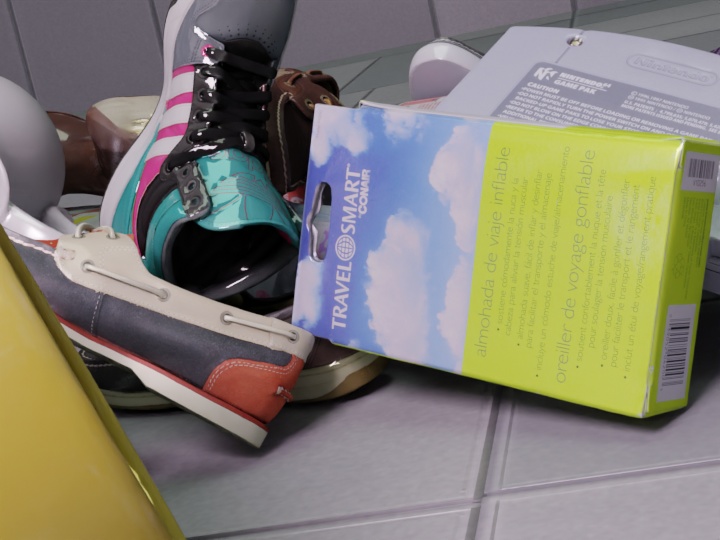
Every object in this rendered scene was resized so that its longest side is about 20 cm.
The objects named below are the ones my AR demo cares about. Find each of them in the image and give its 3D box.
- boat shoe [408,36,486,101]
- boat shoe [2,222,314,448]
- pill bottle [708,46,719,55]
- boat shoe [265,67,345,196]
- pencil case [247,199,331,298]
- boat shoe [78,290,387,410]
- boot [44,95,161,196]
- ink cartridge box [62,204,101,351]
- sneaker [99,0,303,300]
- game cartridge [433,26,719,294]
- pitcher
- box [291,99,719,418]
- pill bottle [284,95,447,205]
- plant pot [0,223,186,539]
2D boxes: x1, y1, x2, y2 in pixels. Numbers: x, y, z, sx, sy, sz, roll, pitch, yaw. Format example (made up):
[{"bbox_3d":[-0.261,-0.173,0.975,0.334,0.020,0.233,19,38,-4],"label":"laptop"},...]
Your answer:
[{"bbox_3d":[0.104,-0.114,1.049,0.068,0.057,0.200,-12,-33,37],"label":"boat shoe"},{"bbox_3d":[-0.120,0.013,0.715,0.199,0.063,0.071,29,-8,-1],"label":"boat shoe"},{"bbox_3d":[0.235,-0.080,0.814,0.200,0.112,0.111,-25,3,38],"label":"pill bottle"},{"bbox_3d":[-0.038,-0.090,0.909,0.072,0.072,0.200,-5,15,2],"label":"boat shoe"},{"bbox_3d":[0.000,0.000,0.844,0.200,0.091,0.083,2,47,53],"label":"pencil case"},{"bbox_3d":[-0.079,0.036,0.817,0.200,0.066,0.072,-4,16,33],"label":"boat shoe"},{"bbox_3d":[-0.182,-0.087,0.992,0.186,0.065,0.200,7,-4,-9],"label":"boot"},{"bbox_3d":[-0.194,0.010,1.001,0.199,0.084,0.145,-2,17,37],"label":"ink cartridge box"},{"bbox_3d":[-0.066,-0.065,0.755,0.083,0.201,0.121,7,27,-38],"label":"sneaker"},{"bbox_3d":[0.138,-0.064,0.741,0.199,0.041,0.133,21,56,30],"label":"game cartridge"},{"bbox_3d":[-0.221,-0.047,0.875,0.171,0.122,0.200,31,3,-6],"label":"pitcher"},{"bbox_3d":[0.061,-0.011,0.688,0.199,0.123,0.048,11,7,37],"label":"box"},{"bbox_3d":[0.047,-0.058,0.986,0.199,0.116,0.116,-5,15,30],"label":"pill bottle"},{"bbox_3d":[-0.175,0.079,0.490,0.188,0.201,0.201,-32,16,-10],"label":"plant pot"}]
